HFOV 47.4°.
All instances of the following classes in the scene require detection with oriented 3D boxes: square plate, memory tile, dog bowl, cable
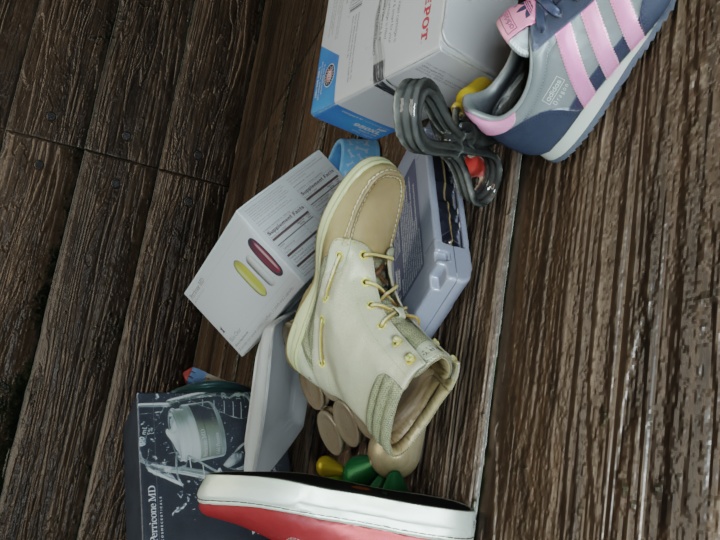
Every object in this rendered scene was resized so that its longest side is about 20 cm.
[{"bbox_3d":[-0.094,0.132,0.989,0.200,0.028,0.202,-41,-39,-73],"label":"square plate"},{"bbox_3d":[-0.020,0.098,0.815,0.155,0.017,0.200,66,151,9],"label":"memory tile"},{"bbox_3d":[-0.031,-0.087,1.082,0.113,0.049,0.201,-93,21,-45],"label":"dog bowl"},{"bbox_3d":[0.061,-0.093,0.596,0.199,0.050,0.099,-16,-64,-57],"label":"cable"}]

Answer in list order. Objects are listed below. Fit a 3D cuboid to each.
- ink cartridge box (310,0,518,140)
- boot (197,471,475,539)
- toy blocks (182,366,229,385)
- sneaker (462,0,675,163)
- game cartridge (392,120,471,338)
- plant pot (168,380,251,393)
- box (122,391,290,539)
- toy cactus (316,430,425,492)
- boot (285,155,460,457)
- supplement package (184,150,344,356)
[{"bbox_3d":[0.048,-0.220,0.750,0.199,0.083,0.147,-10,68,55],"label":"ink cartridge box"},{"bbox_3d":[-0.028,0.219,0.566,0.072,0.196,0.147,58,-137,-82],"label":"boot"},{"bbox_3d":[-0.244,0.226,1.389,0.200,0.135,0.101,120,171,-65],"label":"toy blocks"},{"bbox_3d":[0.131,-0.157,0.499,0.071,0.081,0.202,-97,25,-50],"label":"sneaker"},{"bbox_3d":[0.054,-0.026,0.763,0.134,0.040,0.202,123,155,-44],"label":"game cartridge"},{"bbox_3d":[-0.221,0.307,1.222,0.198,0.197,0.202,-107,32,-46],"label":"plant pot"},{"bbox_3d":[-0.196,0.271,1.051,0.124,0.193,0.203,124,141,-50],"label":"box"},{"bbox_3d":[0.006,0.183,0.690,0.200,0.101,0.168,180,112,-83],"label":"toy cactus"},{"bbox_3d":[0.021,0.026,0.653,0.154,0.071,0.203,36,112,45],"label":"boot"},{"bbox_3d":[-0.099,-0.018,0.992,0.156,0.111,0.200,-43,-3,-41],"label":"supplement package"}]
